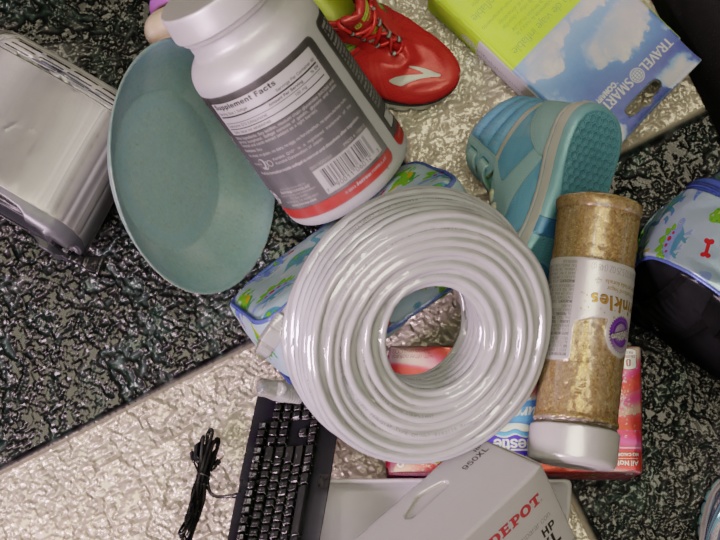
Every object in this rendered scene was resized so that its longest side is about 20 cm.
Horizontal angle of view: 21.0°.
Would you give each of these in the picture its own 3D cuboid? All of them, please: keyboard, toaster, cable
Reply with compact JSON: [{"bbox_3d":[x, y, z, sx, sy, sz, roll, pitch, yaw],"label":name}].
[{"bbox_3d":[-0.084,0.167,1.487,0.126,0.021,0.201,-10,41,17],"label":"keyboard"},{"bbox_3d":[-0.257,-0.098,1.542,0.199,0.114,0.130,29,79,5],"label":"toaster"},{"bbox_3d":[0.043,0.040,1.404,0.199,0.069,0.201,24,97,-25],"label":"cable"}]

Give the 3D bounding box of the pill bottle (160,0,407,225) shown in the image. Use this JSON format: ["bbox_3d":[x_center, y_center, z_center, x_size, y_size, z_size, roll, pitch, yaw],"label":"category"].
[{"bbox_3d":[-0.060,-0.144,1.510,0.116,0.116,0.201,-39,114,-6],"label":"pill bottle"}]

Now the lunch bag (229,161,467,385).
[{"bbox_3d":[0.000,0.000,1.506,0.199,0.161,0.083,-37,106,-8],"label":"lunch bag"}]

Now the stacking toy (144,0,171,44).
[{"bbox_3d":[-0.132,-0.279,1.596,0.084,0.085,0.202,1,74,0],"label":"stacking toy"}]

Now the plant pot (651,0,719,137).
[{"bbox_3d":[0.369,-0.205,1.532,0.198,0.177,0.202,-25,81,-5],"label":"plant pot"}]

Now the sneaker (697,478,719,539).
[{"bbox_3d":[0.287,0.255,1.500,0.077,0.086,0.202,4,80,1],"label":"sneaker"}]

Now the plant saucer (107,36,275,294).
[{"bbox_3d":[-0.141,-0.080,1.524,0.038,0.200,0.203,-8,78,35],"label":"plant saucer"}]

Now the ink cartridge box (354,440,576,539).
[{"bbox_3d":[0.096,0.249,1.435,0.144,0.084,0.201,-40,120,-23],"label":"ink cartridge box"}]

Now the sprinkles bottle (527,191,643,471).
[{"bbox_3d":[0.167,0.045,1.446,0.067,0.068,0.202,7,81,1],"label":"sprinkles bottle"}]

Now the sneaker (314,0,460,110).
[{"bbox_3d":[-0.004,-0.194,1.563,0.199,0.085,0.078,29,80,-13],"label":"sneaker"}]

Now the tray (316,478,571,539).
[{"bbox_3d":[0.063,0.200,1.520,0.198,0.022,0.108,0,121,0],"label":"tray"}]

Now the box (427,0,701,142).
[{"bbox_3d":[0.166,-0.196,1.593,0.200,0.048,0.122,44,84,6],"label":"box"}]

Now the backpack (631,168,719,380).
[{"bbox_3d":[0.299,0.005,1.484,0.182,0.200,0.148,36,82,6],"label":"backpack"}]

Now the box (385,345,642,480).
[{"bbox_3d":[0.118,0.112,1.518,0.198,0.096,0.101,1,82,0],"label":"box"}]

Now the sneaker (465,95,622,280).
[{"bbox_3d":[0.125,-0.046,1.546,0.079,0.130,0.202,21,92,-39],"label":"sneaker"}]
